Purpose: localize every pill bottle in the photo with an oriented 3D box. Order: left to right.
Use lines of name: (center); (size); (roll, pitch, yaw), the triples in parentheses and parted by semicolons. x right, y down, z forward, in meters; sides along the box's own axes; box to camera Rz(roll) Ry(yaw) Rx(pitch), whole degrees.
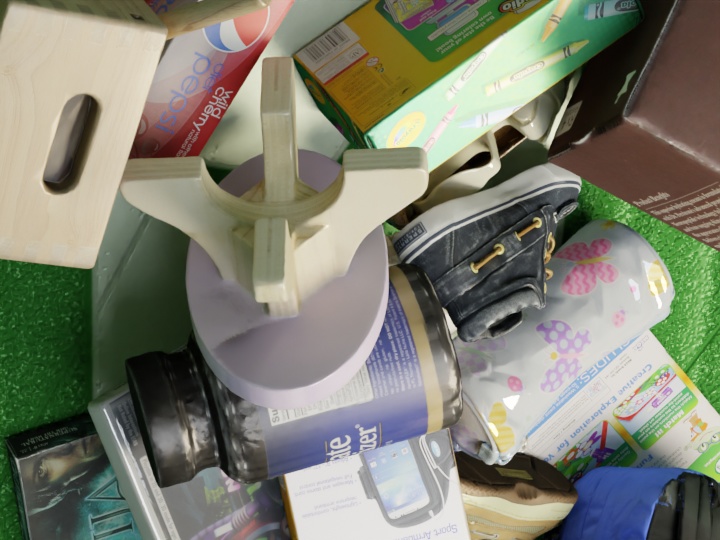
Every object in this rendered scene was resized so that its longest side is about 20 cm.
pill bottle: (-0.044, 0.071, 1.515); (0.199, 0.112, 0.112); (-15, 125, -9)

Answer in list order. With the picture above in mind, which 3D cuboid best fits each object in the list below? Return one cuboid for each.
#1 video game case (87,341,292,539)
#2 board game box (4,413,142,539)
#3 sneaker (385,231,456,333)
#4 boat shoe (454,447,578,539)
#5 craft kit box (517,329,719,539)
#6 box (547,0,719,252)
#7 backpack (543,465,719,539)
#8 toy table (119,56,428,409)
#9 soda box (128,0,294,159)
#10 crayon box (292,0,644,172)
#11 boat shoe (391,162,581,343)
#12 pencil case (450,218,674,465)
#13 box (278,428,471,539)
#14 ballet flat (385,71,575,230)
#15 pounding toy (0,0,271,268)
video game case: (-0.077, 0.138, 1.610); (0.182, 0.023, 0.201); (-32, 108, -37)
board game box: (-0.172, 0.186, 1.681); (0.135, 0.028, 0.201); (-17, 125, -19)
sneaker: (0.000, 0.000, 1.618); (0.087, 0.075, 0.200); (-35, 142, 27)
boat shoe: (0.073, 0.170, 1.714); (0.200, 0.072, 0.076); (18, 114, -41)
craft kit box: (0.179, 0.146, 1.835); (0.200, 0.049, 0.198); (-42, 127, 1)
box: (0.261, -0.110, 1.568); (0.200, 0.166, 0.165); (28, 79, -9)
backpack: (0.203, 0.245, 1.782); (0.162, 0.167, 0.201); (31, 69, -42)
toy table: (-0.050, -0.028, 1.453); (0.183, 0.200, 0.117); (-11, 140, -5)
soda box: (-0.105, -0.146, 1.485); (0.063, 0.070, 0.200); (24, 107, -37)
crayon box: (0.069, -0.151, 1.543); (0.200, 0.119, 0.058); (-35, 129, -4)
boat shoe: (0.104, -0.010, 1.623); (0.071, 0.091, 0.200); (-39, 169, 38)
pencil case: (0.133, 0.049, 1.692); (0.200, 0.091, 0.083); (-41, 154, -22)
box: (0.006, 0.144, 1.608); (0.119, 0.041, 0.201); (-12, 99, -10)
ballet flat: (0.090, -0.096, 1.621); (0.200, 0.067, 0.068); (-43, 129, 2)
pounding toy: (-0.175, -0.120, 1.391); (0.142, 0.184, 0.201); (7, 115, -31)
